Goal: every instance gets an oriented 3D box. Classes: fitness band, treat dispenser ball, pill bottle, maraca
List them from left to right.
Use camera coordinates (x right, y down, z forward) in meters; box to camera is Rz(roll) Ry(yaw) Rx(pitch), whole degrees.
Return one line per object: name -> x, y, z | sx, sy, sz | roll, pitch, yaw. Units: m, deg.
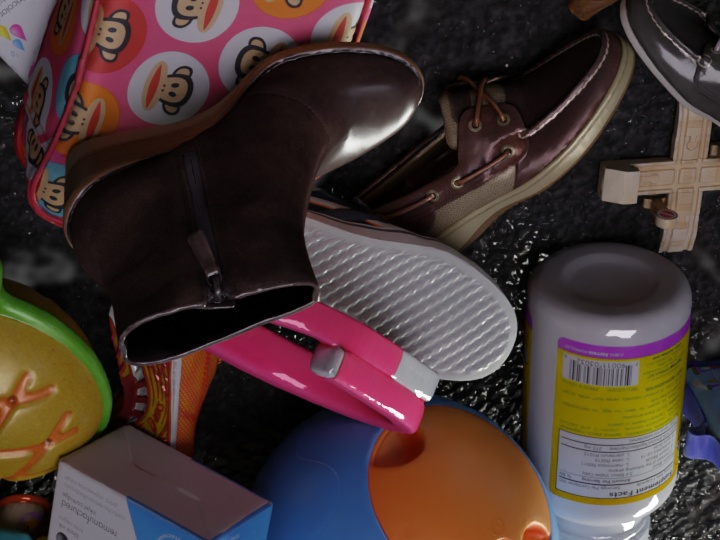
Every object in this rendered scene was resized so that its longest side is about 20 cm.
maraca -> -0.226, 0.050, 1.330 | 0.137, 0.107, 0.200 | -15, 135, 17
fitness band -> -0.040, 0.044, 1.292 | 0.200, 0.143, 0.038 | 37, 71, -54
treat dispenser ball -> 0.024, 0.175, 1.420 | 0.200, 0.201, 0.202 | -6, 122, -10
pill bottle -> 0.154, 0.090, 1.460 | 0.104, 0.104, 0.201 | -6, 122, -11

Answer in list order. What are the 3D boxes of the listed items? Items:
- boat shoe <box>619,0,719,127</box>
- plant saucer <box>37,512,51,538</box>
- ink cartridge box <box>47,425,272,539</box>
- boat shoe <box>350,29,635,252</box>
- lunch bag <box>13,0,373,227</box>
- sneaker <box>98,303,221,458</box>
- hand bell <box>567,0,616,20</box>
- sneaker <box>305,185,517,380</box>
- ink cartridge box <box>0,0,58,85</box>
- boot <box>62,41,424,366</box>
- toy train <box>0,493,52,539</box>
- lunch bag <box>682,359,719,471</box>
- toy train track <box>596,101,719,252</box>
boat shoe -> 0.238, -0.107, 1.368 | 0.057, 0.067, 0.200 | -32, 115, 35
plant saucer -> -0.140, 0.234, 1.450 | 0.029, 0.200, 0.201 | -27, 139, -52
ink cartridge box -> -0.131, 0.210, 1.375 | 0.068, 0.116, 0.201 | -28, 136, -52
boat shoe -> 0.074, -0.080, 1.358 | 0.200, 0.072, 0.072 | -39, 120, 20
lunch bag -> -0.075, -0.104, 1.196 | 0.176, 0.082, 0.201 | 13, 117, -23
sneaker -> -0.115, 0.074, 1.402 | 0.077, 0.073, 0.200 | -37, 153, -42
hand bell -> 0.183, -0.219, 1.303 | 0.104, 0.104, 0.200 | 24, 124, -26
sneaker -> 0.000, 0.000, 1.343 | 0.200, 0.079, 0.079 | 25, 99, -27
ink cartridge box -> -0.128, -0.158, 1.249 | 0.144, 0.085, 0.200 | -37, 124, 10
boot -> -0.042, -0.030, 1.107 | 0.199, 0.167, 0.073 | -19, 128, -9
toy train -> -0.270, 0.152, 1.407 | 0.200, 0.056, 0.150 | 26, 155, -30
lunch bag -> 0.301, 0.115, 1.484 | 0.199, 0.151, 0.094 | 2, 120, -16
toy train track -> 0.249, -0.058, 1.436 | 0.199, 0.033, 0.115 | -5, 122, -13
